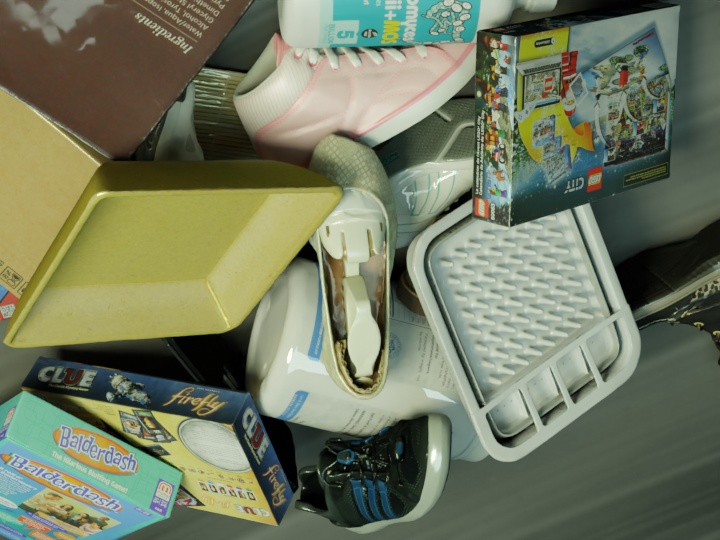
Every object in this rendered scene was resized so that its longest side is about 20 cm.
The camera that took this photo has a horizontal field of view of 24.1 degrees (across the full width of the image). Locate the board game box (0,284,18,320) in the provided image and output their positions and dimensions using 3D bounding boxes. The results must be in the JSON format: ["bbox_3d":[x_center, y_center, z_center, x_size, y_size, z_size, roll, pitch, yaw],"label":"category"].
[{"bbox_3d":[-0.278,-0.054,1.321,0.102,0.019,0.201,-14,122,0],"label":"board game box"}]

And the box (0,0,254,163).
[{"bbox_3d":[-0.170,-0.220,1.148,0.164,0.166,0.200,32,112,-24],"label":"box"}]

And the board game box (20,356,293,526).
[{"bbox_3d":[-0.164,0.139,1.371,0.199,0.035,0.136,8,140,25],"label":"board game box"}]

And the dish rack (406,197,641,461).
[{"bbox_3d":[0.122,0.026,1.300,0.171,0.043,0.201,-32,111,-25],"label":"dish rack"}]

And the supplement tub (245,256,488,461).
[{"bbox_3d":[0.017,0.074,1.372,0.199,0.132,0.133,16,118,-16],"label":"supplement tub"}]

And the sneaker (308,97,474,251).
[{"bbox_3d":[0.044,-0.069,1.325,0.199,0.071,0.080,-26,138,-2],"label":"sneaker"}]

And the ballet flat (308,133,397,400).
[{"bbox_3d":[0.000,0.000,1.244,0.067,0.062,0.201,-8,107,-7],"label":"ballet flat"}]

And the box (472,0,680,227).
[{"bbox_3d":[0.161,-0.120,1.245,0.199,0.038,0.138,-17,115,-43],"label":"box"}]

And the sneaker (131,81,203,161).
[{"bbox_3d":[-0.123,-0.071,1.295,0.115,0.076,0.201,1,132,-19],"label":"sneaker"}]

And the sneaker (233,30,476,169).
[{"bbox_3d":[-0.005,-0.151,1.260,0.199,0.075,0.105,-32,113,5],"label":"sneaker"}]

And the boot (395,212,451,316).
[{"bbox_3d":[0.129,-0.006,1.352,0.199,0.074,0.076,-1,125,-28],"label":"boot"}]

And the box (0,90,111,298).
[{"bbox_3d":[-0.262,-0.064,1.259,0.200,0.021,0.163,41,128,-12],"label":"box"}]

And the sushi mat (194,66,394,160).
[{"bbox_3d":[-0.071,-0.108,1.320,0.198,0.012,0.096,7,119,-12],"label":"sushi mat"}]

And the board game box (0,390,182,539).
[{"bbox_3d":[-0.261,0.175,1.390,0.152,0.045,0.200,32,146,-23],"label":"board game box"}]

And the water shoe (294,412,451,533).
[{"bbox_3d":[0.006,0.162,1.322,0.078,0.072,0.200,13,151,-18],"label":"water shoe"}]

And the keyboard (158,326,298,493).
[{"bbox_3d":[-0.118,0.098,1.386,0.039,0.104,0.200,-27,123,13],"label":"keyboard"}]

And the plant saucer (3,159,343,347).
[{"bbox_3d":[-0.141,-0.020,1.209,0.199,0.049,0.200,-2,149,-35],"label":"plant saucer"}]

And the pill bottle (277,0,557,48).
[{"bbox_3d":[0.040,-0.218,1.210,0.198,0.111,0.111,-3,122,-6],"label":"pill bottle"}]

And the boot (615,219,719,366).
[{"bbox_3d":[0.296,0.044,1.428,0.199,0.073,0.151,-29,121,4],"label":"boot"}]
